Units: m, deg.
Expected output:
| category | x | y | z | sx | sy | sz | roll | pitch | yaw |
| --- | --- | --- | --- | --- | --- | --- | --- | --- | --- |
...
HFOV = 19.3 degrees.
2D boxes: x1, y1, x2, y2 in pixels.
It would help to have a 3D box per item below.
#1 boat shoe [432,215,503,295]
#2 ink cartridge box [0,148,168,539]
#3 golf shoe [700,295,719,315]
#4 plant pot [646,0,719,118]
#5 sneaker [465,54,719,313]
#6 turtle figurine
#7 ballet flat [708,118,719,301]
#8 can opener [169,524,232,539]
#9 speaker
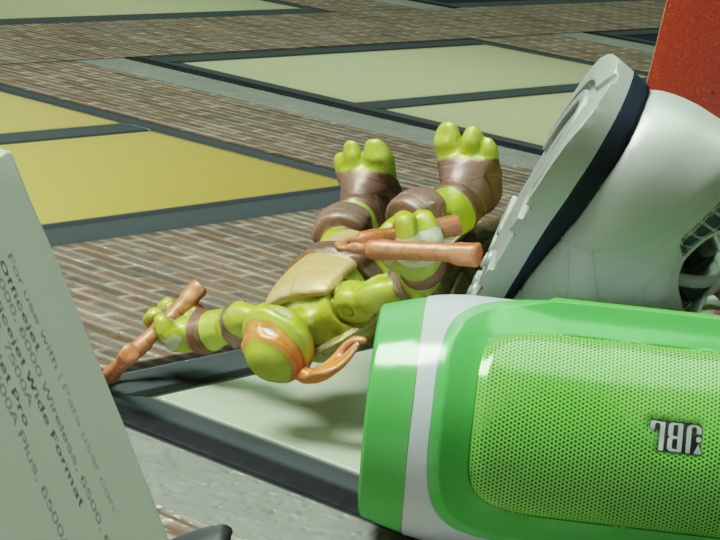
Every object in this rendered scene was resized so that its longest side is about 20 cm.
| category | x | y | z | sx | sy | sz | roll | pitch | yaw |
| --- | --- | --- | --- | --- | --- | --- | --- | --- | --- |
| boat shoe | 0.069 | 0.011 | 0.966 | 0.076 | 0.072 | 0.200 | -28 | 0 | 38 |
| ink cartridge box | -0.116 | 0.083 | 0.309 | 0.147 | 0.145 | 0.200 | -17 | 10 | 10 |
| golf shoe | 0.145 | 0.047 | 0.848 | 0.091 | 0.075 | 0.200 | -14 | 2 | 37 |
| plant pot | 0.271 | -0.057 | 1.065 | 0.200 | 0.200 | 0.176 | -3 | 26 | -31 |
| sneaker | 0.081 | 0.010 | 0.776 | 0.080 | 0.200 | 0.076 | 25 | 54 | -3 |
| turtle figurine | 0.000 | 0.000 | 0.847 | 0.200 | 0.064 | 0.161 | -22 | 18 | 40 |
| ballet flat | 0.125 | -0.009 | 0.823 | 0.200 | 0.067 | 0.067 | -28 | 18 | 45 |
| can opener | -0.039 | 0.121 | 0.486 | 0.063 | 0.079 | 0.200 | 42 | 9 | -15 |
| speaker | 0.102 | 0.058 | 0.712 | 0.200 | 0.089 | 0.088 | 6 | 13 | 3 |
